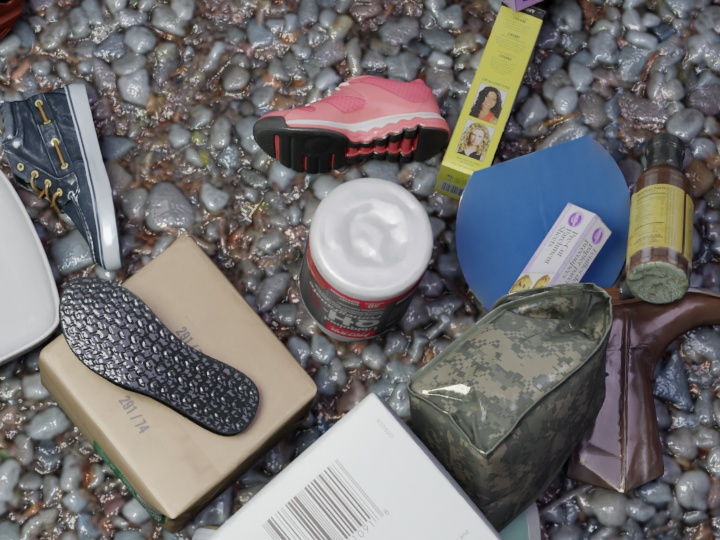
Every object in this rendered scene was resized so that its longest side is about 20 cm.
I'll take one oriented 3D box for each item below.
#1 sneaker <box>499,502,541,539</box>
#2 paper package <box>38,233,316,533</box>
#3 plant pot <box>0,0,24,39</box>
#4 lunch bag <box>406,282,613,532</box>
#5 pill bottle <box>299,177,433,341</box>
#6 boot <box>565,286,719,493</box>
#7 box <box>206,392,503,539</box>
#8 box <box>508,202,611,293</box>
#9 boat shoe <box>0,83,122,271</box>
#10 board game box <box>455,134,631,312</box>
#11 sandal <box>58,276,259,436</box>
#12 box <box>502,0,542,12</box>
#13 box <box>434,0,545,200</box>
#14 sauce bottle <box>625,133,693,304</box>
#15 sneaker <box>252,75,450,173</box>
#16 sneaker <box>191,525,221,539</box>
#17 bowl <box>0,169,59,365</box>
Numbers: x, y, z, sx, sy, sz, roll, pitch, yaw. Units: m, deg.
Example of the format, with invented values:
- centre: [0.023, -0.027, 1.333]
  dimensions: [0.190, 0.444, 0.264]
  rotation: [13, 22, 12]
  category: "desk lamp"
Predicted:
- centre: [0.109, 0.304, 1.344]
  dimensions: [0.117, 0.074, 0.202]
  rotation: [2, 62, -13]
  category: "sneaker"
- centre: [-0.168, 0.105, 1.360]
  dimensions: [0.190, 0.104, 0.200]
  rotation: [-40, 82, -15]
  category: "paper package"
- centre: [-0.437, -0.299, 1.418]
  dimensions: [0.200, 0.201, 0.196]
  rotation: [-35, 88, -16]
  category: "plant pot"
- centre: [0.145, 0.112, 1.318]
  dimensions: [0.200, 0.165, 0.117]
  rotation: [-38, 58, -20]
  category: "lunch bag"
- centre: [0.000, 0.000, 1.362]
  dimensions: [0.110, 0.200, 0.112]
  rotation: [2, 72, -6]
  category: "pill bottle"
- centre: [0.288, 0.119, 1.433]
  dimensions: [0.185, 0.064, 0.202]
  rotation: [-1, 71, 2]
  category: "boot"
- centre: [0.004, 0.240, 1.226]
  dimensions: [0.199, 0.131, 0.200]
  rotation: [-41, 83, -1]
  category: "box"
- centre: [0.169, 0.029, 1.429]
  dimensions: [0.041, 0.039, 0.201]
  rotation: [30, 83, 46]
  category: "box"
- centre: [-0.289, -0.083, 1.426]
  dimensions: [0.090, 0.071, 0.202]
  rotation: [-14, 68, -10]
  category: "boat shoe"
- centre: [0.177, -0.042, 1.470]
  dimensions: [0.199, 0.039, 0.159]
  rotation: [-19, 105, -19]
  category: "board game box"
- centre: [-0.182, 0.082, 1.293]
  dimensions: [0.200, 0.048, 0.076]
  rotation: [36, 71, -8]
  category: "sandal"
- centre: [0.195, -0.382, 1.524]
  dimensions: [0.199, 0.097, 0.176]
  rotation: [-25, 47, -13]
  category: "box"
- centre: [0.132, -0.172, 1.501]
  dimensions: [0.050, 0.075, 0.201]
  rotation: [19, 72, 3]
  category: "box"
- centre: [0.299, -0.056, 1.461]
  dimensions: [0.064, 0.065, 0.201]
  rotation: [17, 46, -1]
  category: "sauce bottle"
- centre: [-0.013, -0.154, 1.489]
  dimensions: [0.198, 0.074, 0.087]
  rotation: [-3, 59, -12]
  category: "sneaker"
- centre: [-0.079, 0.316, 1.320]
  dimensions: [0.199, 0.071, 0.113]
  rotation: [28, 68, 0]
  category: "sneaker"
- centre: [-0.391, 0.014, 1.376]
  dimensions: [0.199, 0.075, 0.201]
  rotation: [-23, 77, -13]
  category: "bowl"
